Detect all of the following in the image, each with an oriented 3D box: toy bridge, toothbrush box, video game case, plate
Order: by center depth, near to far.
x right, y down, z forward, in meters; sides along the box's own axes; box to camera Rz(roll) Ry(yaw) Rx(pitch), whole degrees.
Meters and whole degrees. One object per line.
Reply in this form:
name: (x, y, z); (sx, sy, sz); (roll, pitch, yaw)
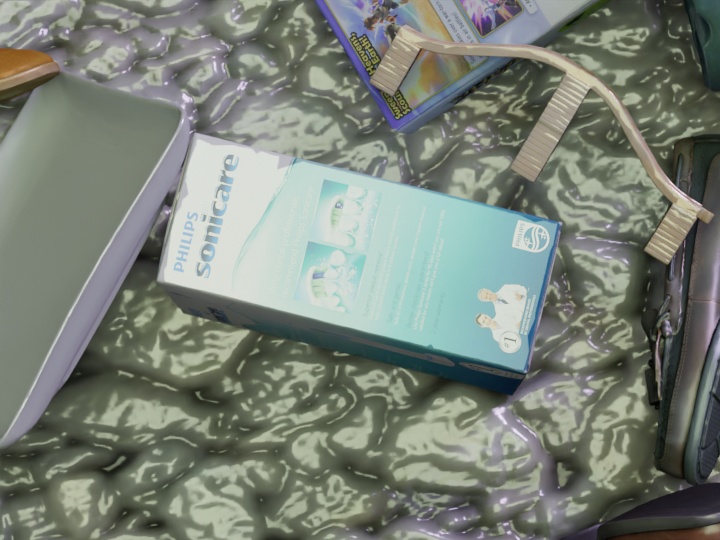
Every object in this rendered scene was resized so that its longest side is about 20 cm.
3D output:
toothbrush box: (0.000, 0.000, 1.250); (0.199, 0.146, 0.086); (13, 83, 4)
plate: (-0.172, -0.008, 1.250); (0.032, 0.199, 0.200); (32, 84, -30)
toy bridge: (0.106, -0.080, 1.261); (0.200, 0.027, 0.067); (31, 103, 4)
video game case: (0.047, -0.209, 1.302); (0.181, 0.045, 0.200); (-32, 83, 13)

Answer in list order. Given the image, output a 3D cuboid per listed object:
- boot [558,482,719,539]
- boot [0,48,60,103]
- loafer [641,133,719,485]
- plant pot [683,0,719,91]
boot: (0.171, 0.222, 1.208); (0.068, 0.188, 0.201); (-16, 79, -39)
boot: (-0.279, -0.151, 1.307); (0.200, 0.071, 0.145); (-12, 89, 6)
loafer: (0.187, 0.019, 1.292); (0.063, 0.072, 0.201); (10, 76, 22)
plant pot: (0.267, -0.190, 1.254); (0.195, 0.200, 0.201); (-12, 83, 8)
